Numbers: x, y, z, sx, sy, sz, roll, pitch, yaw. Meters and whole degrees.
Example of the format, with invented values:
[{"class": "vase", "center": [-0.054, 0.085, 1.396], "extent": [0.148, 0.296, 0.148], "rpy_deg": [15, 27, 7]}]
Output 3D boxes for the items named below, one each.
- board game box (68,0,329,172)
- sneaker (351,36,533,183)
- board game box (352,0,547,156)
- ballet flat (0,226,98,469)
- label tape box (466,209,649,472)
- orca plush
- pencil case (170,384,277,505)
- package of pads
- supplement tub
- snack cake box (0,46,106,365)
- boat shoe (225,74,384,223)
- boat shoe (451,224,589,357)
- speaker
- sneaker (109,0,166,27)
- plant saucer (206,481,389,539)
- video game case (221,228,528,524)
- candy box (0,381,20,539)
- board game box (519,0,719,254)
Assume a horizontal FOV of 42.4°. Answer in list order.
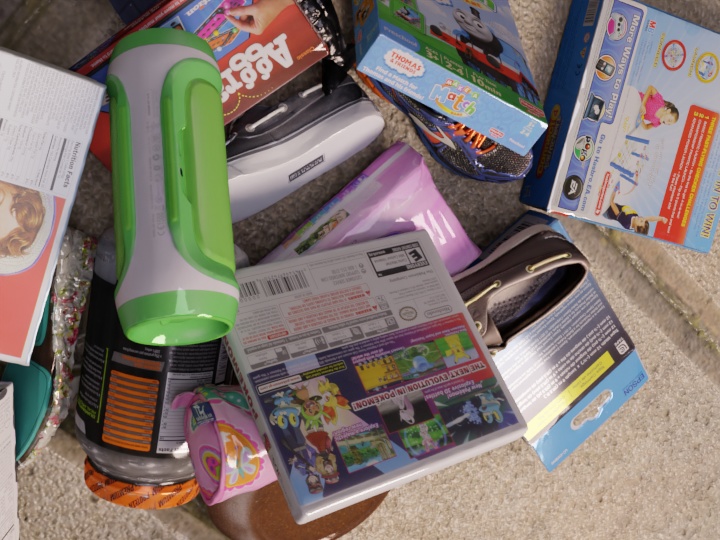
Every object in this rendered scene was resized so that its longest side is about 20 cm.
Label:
[{"class": "board game box", "center": [-0.132, -0.151, 0.704], "extent": [0.198, 0.020, 0.103], "rpy_deg": [-32, 127, 12]}, {"class": "sneaker", "center": [0.077, -0.139, 0.801], "extent": [0.198, 0.078, 0.076], "rpy_deg": [34, 90, -22]}, {"class": "board game box", "center": [0.063, -0.191, 0.730], "extent": [0.149, 0.202, 0.037], "rpy_deg": [22, 128, -23]}, {"class": "ballet flat", "center": [-0.242, 0.061, 0.739], "extent": [0.063, 0.075, 0.204], "rpy_deg": [-2, 110, -53]}, {"class": "label tape box", "center": [0.170, 0.067, 0.887], "extent": [0.143, 0.066, 0.201], "rpy_deg": [-39, 113, -8]}, {"class": "orca plush", "center": [-0.079, -0.222, 0.716], "extent": [0.105, 0.071, 0.201], "rpy_deg": [-37, 103, -5]}, {"class": "pencil case", "center": [-0.039, 0.109, 0.701], "extent": [0.197, 0.087, 0.089], "rpy_deg": [-10, 105, -29]}, {"class": "package of pads", "center": [0.000, 0.000, 0.800], "extent": [0.199, 0.076, 0.121], "rpy_deg": [-42, 119, -6]}, {"class": "supplement tub", "center": [-0.159, 0.074, 0.736], "extent": [0.120, 0.122, 0.204], "rpy_deg": [7, 102, -21]}, {"class": "snack cake box", "center": [-0.259, -0.050, 0.637], "extent": [0.113, 0.067, 0.204], "rpy_deg": [16, 96, -27]}, {"class": "boat shoe", "center": [-0.078, -0.102, 0.762], "extent": [0.198, 0.072, 0.068], "rpy_deg": [-31, 71, -13]}, {"class": "boat shoe", "center": [0.105, 0.039, 0.788], "extent": [0.198, 0.060, 0.072], "rpy_deg": [-35, 123, -7]}, {"class": "speaker", "center": [-0.129, -0.057, 0.633], "extent": [0.087, 0.088, 0.204], "rpy_deg": [-1, 72, -19]}, {"class": "sneaker", "center": [-0.179, -0.247, 0.682], "extent": [0.074, 0.083, 0.200], "rpy_deg": [-37, 123, 16]}, {"class": "plant saucer", "center": [-0.036, 0.180, 0.809], "extent": [0.197, 0.037, 0.203], "rpy_deg": [-17, 131, -20]}, {"class": "video game case", "center": [0.006, 0.066, 0.681], "extent": [0.197, 0.023, 0.185], "rpy_deg": [-12, 65, -31]}, {"class": "candy box", "center": [-0.349, 0.188, 0.696], "extent": [0.164, 0.072, 0.205], "rpy_deg": [2, 101, -1]}, {"class": "board game box", "center": [0.269, -0.137, 0.884], "extent": [0.192, 0.056, 0.204], "rpy_deg": [12, 97, -22]}]
